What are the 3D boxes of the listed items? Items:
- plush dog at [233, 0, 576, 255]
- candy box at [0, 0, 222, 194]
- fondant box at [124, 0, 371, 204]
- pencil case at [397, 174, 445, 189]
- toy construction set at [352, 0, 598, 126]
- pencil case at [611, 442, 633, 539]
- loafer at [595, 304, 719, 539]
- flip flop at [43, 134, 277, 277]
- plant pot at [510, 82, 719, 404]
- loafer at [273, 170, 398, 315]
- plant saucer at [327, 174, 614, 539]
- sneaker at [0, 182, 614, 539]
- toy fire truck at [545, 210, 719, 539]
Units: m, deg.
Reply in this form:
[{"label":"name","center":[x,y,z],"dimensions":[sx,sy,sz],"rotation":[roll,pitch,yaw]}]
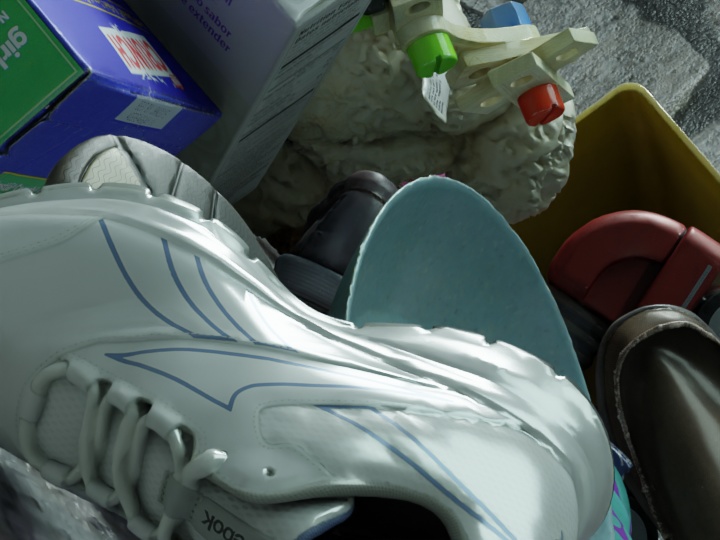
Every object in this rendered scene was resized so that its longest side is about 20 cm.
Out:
[{"label":"plush dog","center":[-0.020,-0.085,1.025],"dimensions":[0.160,0.172,0.200],"rotation":[-6,62,-49]},{"label":"candy box","center":[-0.155,-0.111,0.747],"dimensions":[0.200,0.077,0.169],"rotation":[49,7,8]},{"label":"fondant box","center":[-0.080,-0.115,0.851],"dimensions":[0.144,0.058,0.200],"rotation":[49,-30,7]},{"label":"pencil case","center":[0.028,-0.028,1.167],"dimensions":[0.086,0.083,0.200],"rotation":[17,-18,23]},{"label":"toy construction set","center":[0.014,-0.141,0.882],"dimensions":[0.200,0.092,0.131],"rotation":[54,-6,14]},{"label":"pencil case","center":[0.078,0.124,0.846],"dimensions":[0.092,0.085,0.200],"rotation":[39,10,-5]},{"label":"loafer","center":[0.168,0.107,0.939],"dimensions":[0.071,0.073,0.200],"rotation":[135,-69,-83]},{"label":"flip flop","center":[-0.045,0.052,0.646],"dimensions":[0.200,0.058,0.081],"rotation":[60,35,-27]},{"label":"plant pot","center":[0.161,0.043,1.321],"dimensions":[0.200,0.200,0.176],"rotation":[53,-2,29]},{"label":"loafer","center":[0.000,0.000,0.940],"dimensions":[0.072,0.063,0.200],"rotation":[26,-5,2]},{"label":"plant saucer","center":[0.027,0.072,0.670],"dimensions":[0.201,0.039,0.201],"rotation":[38,46,-52]},{"label":"sneaker","center":[-0.036,0.037,0.524],"dimensions":[0.200,0.075,0.087],"rotation":[16,29,5]},{"label":"toy fire truck","center":[0.087,0.037,1.051],"dimensions":[0.200,0.176,0.129],"rotation":[33,1,4]}]
